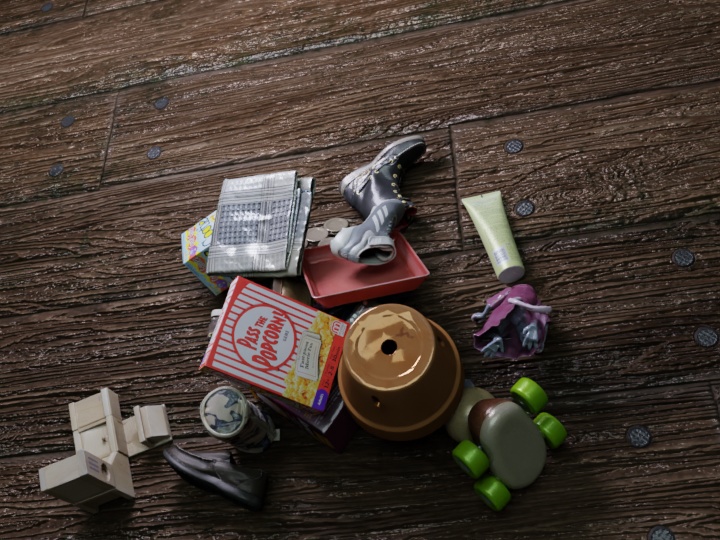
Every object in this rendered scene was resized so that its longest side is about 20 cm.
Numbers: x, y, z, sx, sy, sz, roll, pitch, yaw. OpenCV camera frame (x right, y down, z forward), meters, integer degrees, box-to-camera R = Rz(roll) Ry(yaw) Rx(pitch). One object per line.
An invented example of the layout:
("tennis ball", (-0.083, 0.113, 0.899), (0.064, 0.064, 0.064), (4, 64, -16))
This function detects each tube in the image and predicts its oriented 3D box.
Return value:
("tube", (0.252, -0.069, 1.425), (0.052, 0.058, 0.201), (-47, 42, 36))

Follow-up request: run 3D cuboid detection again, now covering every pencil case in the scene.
("pencil case", (-0.196, 0.247, 1.256), (0.089, 0.200, 0.078), (-10, 68, 4))

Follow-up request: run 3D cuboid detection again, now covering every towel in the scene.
("towel", (-0.179, -0.082, 1.358), (0.199, 0.035, 0.194), (-1, 69, 24))

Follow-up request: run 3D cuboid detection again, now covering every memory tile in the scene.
("memory tile", (-0.041, -0.034, 1.452), (0.153, 0.017, 0.200), (-28, 42, -29))

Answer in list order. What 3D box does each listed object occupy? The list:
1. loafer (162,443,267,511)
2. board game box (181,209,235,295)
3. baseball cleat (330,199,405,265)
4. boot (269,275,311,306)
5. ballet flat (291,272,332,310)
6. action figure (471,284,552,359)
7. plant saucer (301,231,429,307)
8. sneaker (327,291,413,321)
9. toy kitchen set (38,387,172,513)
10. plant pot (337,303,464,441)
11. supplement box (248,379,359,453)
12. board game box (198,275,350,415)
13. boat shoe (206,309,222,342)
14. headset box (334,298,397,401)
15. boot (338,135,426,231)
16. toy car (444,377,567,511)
("loafer", (-0.241, 0.337, 1.297), (0.199, 0.073, 0.072), (21, 60, 16))
("board game box", (-0.232, -0.064, 1.473), (0.199, 0.105, 0.103), (-33, 37, 10))
("baseball cleat", (0.037, -0.060, 1.351), (0.106, 0.070, 0.200), (27, 45, 28))
("boot", (-0.121, 0.090, 1.296), (0.075, 0.074, 0.201), (13, 47, -13))
("ballet flat", (-0.116, 0.036, 1.440), (0.071, 0.069, 0.200), (-53, 44, 6))
("action figure", (0.254, 0.064, 1.280), (0.133, 0.150, 0.200), (16, 32, 13))
("plant saucer", (0.000, 0.000, 1.334), (0.199, 0.037, 0.200), (-12, 26, -8))
("sneaker", (0.009, 0.064, 1.401), (0.199, 0.076, 0.077), (-31, 19, 5))
("toy kitchen set", (-0.435, 0.275, 1.312), (0.162, 0.181, 0.201), (-22, 61, 0))
("plant pot", (0.052, 0.141, 1.161), (0.199, 0.140, 0.201), (-6, 61, 10))
("supplement box", (-0.100, 0.212, 1.305), (0.199, 0.111, 0.086), (27, 69, 28))
("board game box", (-0.131, 0.119, 1.200), (0.199, 0.046, 0.152), (23, 67, -15))
("boat shoe", (-0.194, 0.113, 1.416), (0.199, 0.072, 0.060), (4, 66, 21))
("headset box", (0.045, 0.162, 1.291), (0.200, 0.075, 0.149), (36, 75, 10))
("boot", (0.069, -0.165, 1.512), (0.199, 0.073, 0.151), (-31, 56, -1))
("toy car", (0.190, 0.247, 1.220), (0.164, 0.158, 0.200), (-42, 29, -16))
